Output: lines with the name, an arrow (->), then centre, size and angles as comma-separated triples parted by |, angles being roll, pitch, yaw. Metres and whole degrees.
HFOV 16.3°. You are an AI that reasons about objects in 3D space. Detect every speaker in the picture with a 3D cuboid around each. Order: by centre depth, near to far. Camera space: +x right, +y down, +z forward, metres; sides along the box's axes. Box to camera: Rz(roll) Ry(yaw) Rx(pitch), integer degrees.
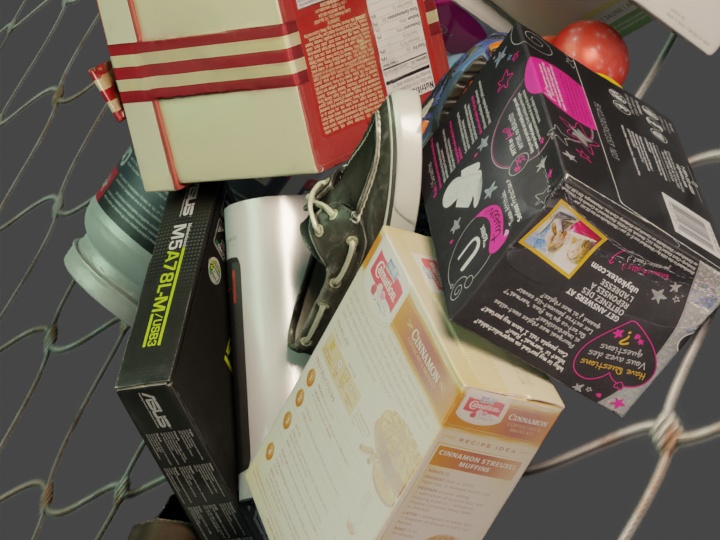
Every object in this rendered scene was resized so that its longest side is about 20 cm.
speaker -> -0.046, 0.052, 1.664 | 0.081, 0.081, 0.202 | -18, 73, 57

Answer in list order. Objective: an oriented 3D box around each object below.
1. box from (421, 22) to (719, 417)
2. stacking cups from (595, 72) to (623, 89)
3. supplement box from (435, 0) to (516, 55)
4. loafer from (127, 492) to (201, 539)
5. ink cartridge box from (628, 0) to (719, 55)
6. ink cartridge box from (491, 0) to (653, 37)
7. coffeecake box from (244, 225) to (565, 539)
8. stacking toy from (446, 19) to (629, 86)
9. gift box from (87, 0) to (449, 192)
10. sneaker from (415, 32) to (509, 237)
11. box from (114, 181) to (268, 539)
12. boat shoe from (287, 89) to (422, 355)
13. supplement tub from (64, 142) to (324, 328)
box -> 0.121, -0.030, 1.468 | 0.115, 0.132, 0.200 | -51, 22, 22
stacking cups -> 0.104, -0.067, 1.665 | 0.200, 0.060, 0.061 | -32, 32, 55
supplement box -> 0.123, -0.246, 1.790 | 0.101, 0.103, 0.201 | 0, 61, 63
loafer -> -0.142, 0.202, 1.691 | 0.200, 0.072, 0.072 | -62, -30, -67
ink cartridge box -> 0.215, -0.252, 1.528 | 0.200, 0.162, 0.057 | -52, 27, 11
ink cartridge box -> 0.118, -0.233, 1.650 | 0.145, 0.200, 0.048 | -26, 35, 50
coffeecake box -> 0.021, 0.102, 1.481 | 0.201, 0.073, 0.154 | -61, 33, 27
stacking toy -> 0.103, -0.123, 1.705 | 0.199, 0.085, 0.086 | -17, 45, 51
gift box -> -0.064, -0.171, 1.687 | 0.186, 0.201, 0.184 | -4, 11, 41
sneaker -> 0.055, -0.074, 1.625 | 0.200, 0.075, 0.079 | -48, 13, 23
box -> -0.095, 0.071, 1.707 | 0.047, 0.201, 0.194 | -9, 42, 17
boat shoe -> -0.004, -0.024, 1.546 | 0.071, 0.063, 0.201 | -96, 16, -54
supplement tub -> -0.132, -0.054, 2.009 | 0.200, 0.140, 0.140 | -53, 23, 8
